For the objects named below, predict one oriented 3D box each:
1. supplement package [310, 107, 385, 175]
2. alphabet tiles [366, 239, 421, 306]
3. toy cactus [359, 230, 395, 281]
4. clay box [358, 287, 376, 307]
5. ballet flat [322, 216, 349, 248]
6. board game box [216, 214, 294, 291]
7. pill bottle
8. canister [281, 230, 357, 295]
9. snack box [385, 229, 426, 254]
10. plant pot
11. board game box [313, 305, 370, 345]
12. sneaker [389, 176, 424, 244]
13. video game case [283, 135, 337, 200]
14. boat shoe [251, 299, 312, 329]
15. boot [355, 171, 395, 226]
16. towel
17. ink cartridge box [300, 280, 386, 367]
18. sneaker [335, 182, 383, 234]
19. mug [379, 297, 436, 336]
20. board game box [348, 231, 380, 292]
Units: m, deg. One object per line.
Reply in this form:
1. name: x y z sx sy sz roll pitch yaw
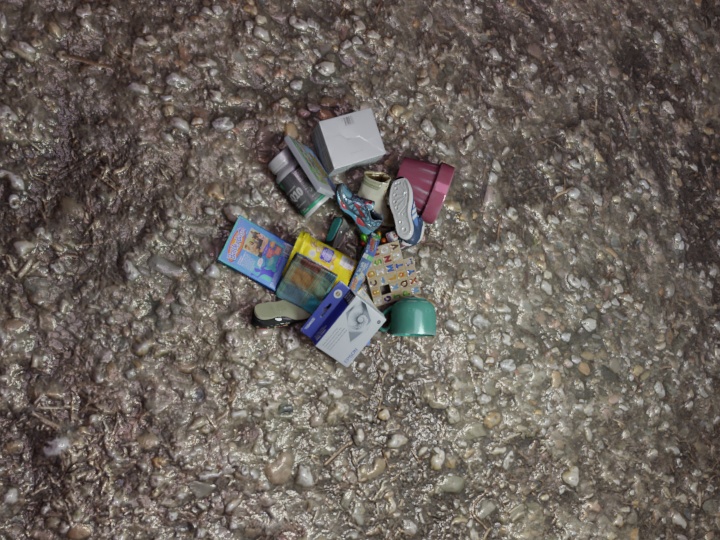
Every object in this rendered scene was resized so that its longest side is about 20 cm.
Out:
1. supplement package: -0.042 -0.418 1.762 0.194 0.110 0.161 -20 91 -23
2. alphabet tiles: 0.099 0.008 1.735 0.161 0.008 0.206 -16 115 2
3. toy cactus: 0.051 -0.023 1.764 0.165 0.102 0.201 -45 108 -10
4. clay box: -0.036 0.166 1.719 0.199 0.047 0.116 -42 101 -20
5. ballet flat: -0.095 -0.076 1.724 0.064 0.066 0.204 43 71 -42
6. board game box: -0.319 -0.051 1.641 0.196 0.045 0.156 29 74 -16
7. pill bottle: -0.194 -0.277 1.683 0.113 0.113 0.202 -42 97 -20
8. canister: -0.122 -0.008 1.632 0.195 0.087 0.153 26 93 -5
9. snack box: 0.155 -0.111 1.794 0.198 0.024 0.074 -25 96 -51
10. plant pot: 0.201 -0.285 1.806 0.174 0.200 0.206 22 75 0
11. board game box: -0.051 0.172 1.659 0.193 0.019 0.107 8 100 -24
12. sneaker: 0.156 -0.186 1.740 0.078 0.145 0.209 -10 79 23
13. video game case: -0.143 -0.313 1.658 0.022 0.181 0.203 -36 77 14
14. boat shoe: -0.240 0.136 1.641 0.195 0.064 0.075 -2 49 -34
15. boot: 0.076 -0.235 1.760 0.193 0.158 0.073 14 38 -16
16. towel: -0.163 0.043 1.585 0.143 0.201 0.022 27 45 -8
17. ink cartridge box: -0.050 0.165 1.613 0.198 0.041 0.201 36 97 -29
18. sneaker: 0.002 -0.210 1.691 0.200 0.093 0.081 45 37 -32
19. mug: 0.158 0.150 1.741 0.178 0.151 0.119 6 80 -20
20. board game box: 0.000 0.000 1.645 0.034 0.204 0.137 24 30 -3
